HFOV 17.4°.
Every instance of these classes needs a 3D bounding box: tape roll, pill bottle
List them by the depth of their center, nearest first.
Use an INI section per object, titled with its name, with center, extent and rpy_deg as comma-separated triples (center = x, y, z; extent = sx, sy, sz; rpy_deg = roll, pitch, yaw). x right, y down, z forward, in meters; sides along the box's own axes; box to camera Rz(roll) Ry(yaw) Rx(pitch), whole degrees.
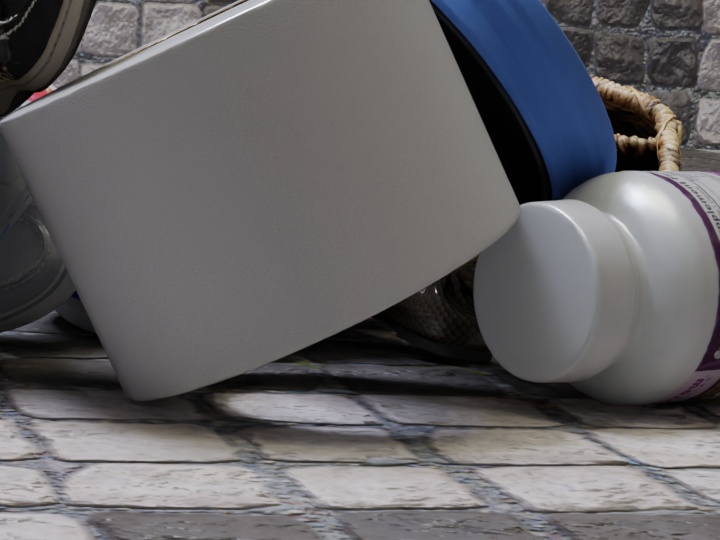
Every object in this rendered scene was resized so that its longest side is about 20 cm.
[tape roll]
center = -0.045, -0.048, 1.060
extent = 0.202, 0.140, 0.203
rpy_deg = -25, 9, 4
[pill bottle]
center = 0.153, 0.008, 1.140
extent = 0.199, 0.113, 0.112
rpy_deg = -2, 9, -41

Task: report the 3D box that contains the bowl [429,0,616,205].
[bowl]
center = 0.044, -0.106, 1.172
extent = 0.039, 0.201, 0.200
rpy_deg = -41, 21, -13

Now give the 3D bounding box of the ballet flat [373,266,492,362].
[ballet flat]
center = 0.000, 0.000, 1.287
extent = 0.067, 0.047, 0.199
rpy_deg = 2, 15, -46

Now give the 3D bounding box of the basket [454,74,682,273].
[basket]
center = 0.090, -0.060, 1.396
extent = 0.198, 0.144, 0.149
rpy_deg = 7, -11, 8

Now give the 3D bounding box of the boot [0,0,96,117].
[boot]
center = -0.196, -0.142, 1.058
extent = 0.150, 0.074, 0.200
rpy_deg = 27, -18, -16

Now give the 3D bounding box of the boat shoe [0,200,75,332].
[boat shoe]
center = -0.238, -0.012, 1.200
extent = 0.198, 0.073, 0.068
rpy_deg = 6, -11, 21

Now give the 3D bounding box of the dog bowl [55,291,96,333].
[dog bowl]
center = -0.087, -0.049, 1.281
extent = 0.198, 0.079, 0.201
rpy_deg = -10, 31, 6

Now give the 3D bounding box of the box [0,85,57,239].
[box]
center = -0.233, -0.066, 1.127
extent = 0.155, 0.041, 0.200
rpy_deg = 32, 31, -3
